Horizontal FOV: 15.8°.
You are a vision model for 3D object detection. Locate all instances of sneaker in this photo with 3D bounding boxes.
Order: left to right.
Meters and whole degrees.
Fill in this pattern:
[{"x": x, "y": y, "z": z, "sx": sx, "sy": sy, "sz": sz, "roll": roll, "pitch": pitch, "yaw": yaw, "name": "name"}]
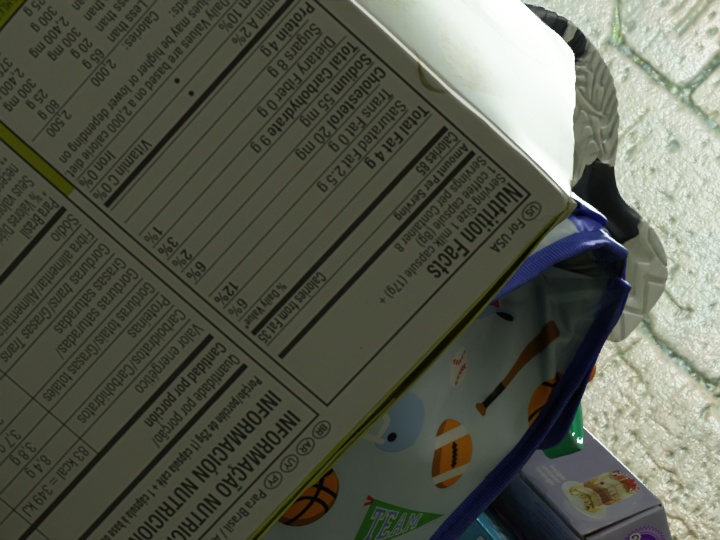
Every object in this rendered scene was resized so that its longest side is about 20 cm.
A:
[{"x": 0.070, "y": -0.059, "z": 1.296, "sx": 0.129, "sy": 0.080, "sz": 0.199, "roll": 22, "pitch": -25, "yaw": 43, "name": "sneaker"}]

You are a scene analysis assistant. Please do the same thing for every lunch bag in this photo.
[{"x": -0.013, "y": 0.022, "z": 0.971, "sx": 0.170, "sy": 0.200, "sz": 0.124, "roll": 43, "pitch": 3, "yaw": 39, "name": "lunch bag"}]

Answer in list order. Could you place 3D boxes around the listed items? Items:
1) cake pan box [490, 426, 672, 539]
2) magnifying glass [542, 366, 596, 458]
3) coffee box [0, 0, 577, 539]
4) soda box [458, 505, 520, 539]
[{"x": 0.109, "y": 0.157, "z": 1.332, "sx": 0.200, "sy": 0.052, "sz": 0.185, "roll": -136, "pitch": -152, "yaw": -60, "name": "cake pan box"}, {"x": 0.095, "y": 0.047, "z": 1.254, "sx": 0.200, "sy": 0.022, "sz": 0.080, "roll": 4, "pitch": 67, "yaw": -81, "name": "magnifying glass"}, {"x": -0.070, "y": -0.037, "z": 0.768, "sx": 0.198, "sy": 0.200, "sz": 0.200, "roll": 41, "pitch": 15, "yaw": -7, "name": "coffee box"}, {"x": 0.032, "y": 0.133, "z": 1.299, "sx": 0.068, "sy": 0.064, "sz": 0.200, "roll": 40, "pitch": 4, "yaw": -33, "name": "soda box"}]
